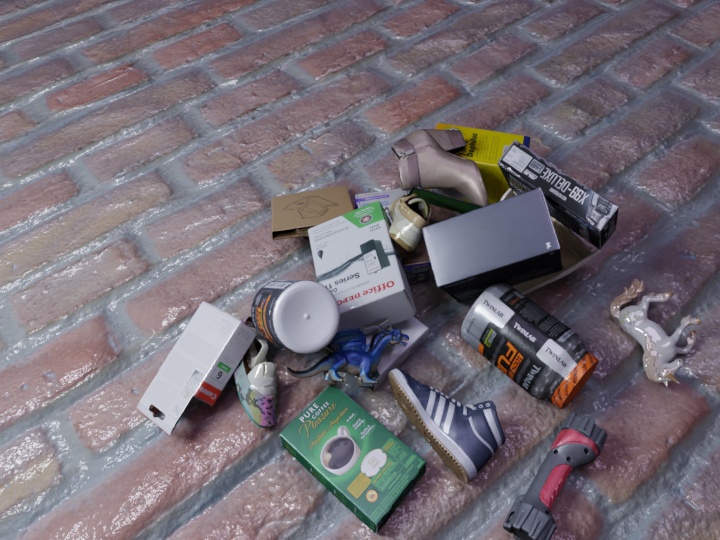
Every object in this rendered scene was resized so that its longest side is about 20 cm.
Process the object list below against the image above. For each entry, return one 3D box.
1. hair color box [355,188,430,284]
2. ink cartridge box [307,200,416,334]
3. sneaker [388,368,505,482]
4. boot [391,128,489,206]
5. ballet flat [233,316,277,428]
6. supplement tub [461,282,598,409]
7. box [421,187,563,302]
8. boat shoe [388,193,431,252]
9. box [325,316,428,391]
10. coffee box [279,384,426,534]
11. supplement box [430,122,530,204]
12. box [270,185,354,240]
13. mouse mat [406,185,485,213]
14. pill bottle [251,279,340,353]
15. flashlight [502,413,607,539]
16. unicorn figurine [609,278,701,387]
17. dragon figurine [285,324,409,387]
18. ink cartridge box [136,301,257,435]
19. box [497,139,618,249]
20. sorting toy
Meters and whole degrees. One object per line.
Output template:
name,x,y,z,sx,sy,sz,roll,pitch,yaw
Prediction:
hair color box,0.059,-0.065,1.169,0.108,0.065,0.202,-9,53,-7
ink cartridge box,0.000,0.000,1.037,0.145,0.083,0.202,-21,52,8
sneaker,0.136,0.214,0.939,0.108,0.070,0.200,-33,64,-17
boot,0.146,-0.181,1.151,0.144,0.070,0.202,-17,68,-4
ballet flat,-0.171,0.155,0.987,0.069,0.071,0.201,20,31,-43
supplement tub,0.272,0.120,0.979,0.122,0.123,0.199,-36,58,-25
box,0.226,-0.034,1.012,0.197,0.182,0.106,-18,75,15
boat shoe,0.094,-0.096,1.067,0.074,0.067,0.201,37,21,-14
box,0.000,0.096,1.059,0.199,0.037,0.144,36,61,27
coffee box,-0.012,0.275,0.911,0.199,0.044,0.123,34,58,24
supplement box,0.240,-0.217,1.256,0.197,0.110,0.110,11,52,10
box,-0.095,-0.116,1.184,0.161,0.022,0.201,-8,27,-4
mouse mat,0.165,-0.121,1.098,0.159,0.200,0.008,16,93,0
pill bottle,-0.113,0.068,0.959,0.105,0.199,0.108,0,89,-22
flashlight,0.287,0.303,0.871,0.068,0.068,0.200,43,61,-4
unicorn figurine,0.504,0.111,1.024,0.136,0.074,0.200,-30,42,-10
dragon figurine,-0.021,0.128,0.951,0.197,0.059,0.101,4,70,-13
ink cartridge box,-0.263,0.160,0.975,0.108,0.050,0.202,19,73,39
box,0.332,-0.124,1.015,0.199,0.157,0.050,40,97,22
sorting toy,0.301,-0.036,1.126,0.179,0.107,0.201,-34,65,-10
